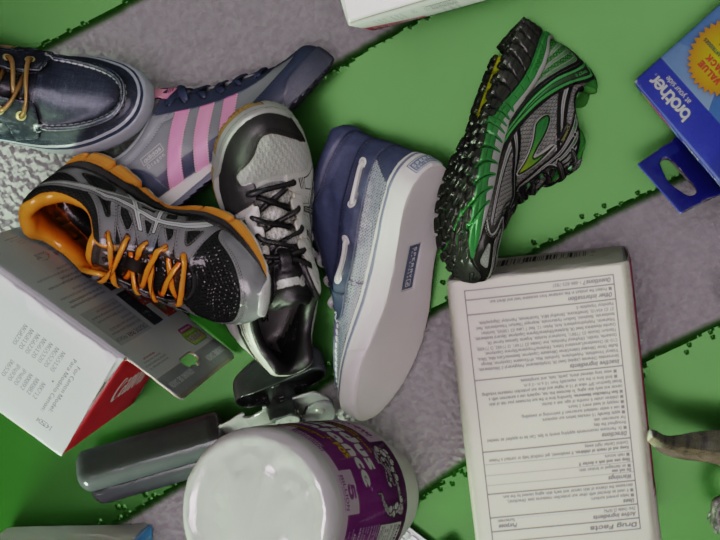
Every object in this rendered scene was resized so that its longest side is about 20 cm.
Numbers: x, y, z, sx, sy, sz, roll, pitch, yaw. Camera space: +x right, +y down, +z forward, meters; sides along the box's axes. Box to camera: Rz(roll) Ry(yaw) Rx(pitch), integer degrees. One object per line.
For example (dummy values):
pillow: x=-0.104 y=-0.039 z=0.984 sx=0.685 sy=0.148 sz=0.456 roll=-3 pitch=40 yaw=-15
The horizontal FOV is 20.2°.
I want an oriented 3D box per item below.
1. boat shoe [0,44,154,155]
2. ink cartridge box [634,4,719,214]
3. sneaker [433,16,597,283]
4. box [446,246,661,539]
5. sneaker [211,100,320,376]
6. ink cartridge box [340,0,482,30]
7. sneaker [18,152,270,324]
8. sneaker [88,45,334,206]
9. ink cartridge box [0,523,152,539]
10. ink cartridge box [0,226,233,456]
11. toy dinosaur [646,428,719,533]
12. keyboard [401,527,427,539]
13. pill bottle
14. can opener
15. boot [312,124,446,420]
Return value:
boat shoe: x=-0.249 y=-0.126 z=1.413 sx=0.198 sy=0.091 sz=0.072 roll=2 pitch=79 yaw=18
ink cartridge box: x=0.281 y=-0.116 z=1.357 sx=0.200 sy=0.076 sz=0.137 roll=-43 pitch=62 yaw=11
sneaker: x=0.110 y=-0.077 z=1.369 sx=0.085 sy=0.078 sz=0.201 roll=27 pitch=64 yaw=-7
box: x=0.135 y=0.092 z=1.404 sx=0.126 sy=0.109 sz=0.202 roll=-6 pitch=96 yaw=7
sneaker: x=-0.054 y=-0.018 z=1.390 sx=0.075 sy=0.088 sz=0.202 roll=-15 pitch=126 yaw=-17
ink cartridge box: x=0.083 y=-0.227 z=1.356 sx=0.198 sy=0.147 sz=0.084 roll=-15 pitch=93 yaw=8
sneaker: x=-0.147 y=-0.012 z=1.373 sx=0.199 sy=0.077 sz=0.079 roll=25 pitch=121 yaw=26
sneaker: x=-0.112 y=-0.109 z=1.432 sx=0.199 sy=0.070 sz=0.082 roll=-38 pitch=92 yaw=7
ink cartridge box: x=-0.210 y=0.293 z=1.488 sx=0.114 sy=0.068 sz=0.202 roll=-2 pitch=96 yaw=7
ink cartridge box: x=-0.193 y=0.053 z=1.392 sx=0.175 sy=0.200 sz=0.084 roll=35 pitch=100 yaw=3
toy dinosaur: x=0.272 y=0.139 z=1.402 sx=0.198 sy=0.047 sz=0.089 roll=-4 pitch=108 yaw=-28
keyboard: x=0.066 y=0.244 z=1.478 sx=0.199 sy=0.011 sz=0.056 roll=37 pitch=99 yaw=2
pill bottle: x=-0.031 y=0.158 z=1.378 sx=0.111 sy=0.200 sz=0.114 roll=-1 pitch=88 yaw=21
can opener: x=-0.111 y=0.116 z=1.473 sx=0.198 sy=0.053 sz=0.067 roll=-21 pitch=59 yaw=7
boot: x=0.000 y=0.000 z=1.440 sx=0.090 sy=0.072 sz=0.202 roll=27 pitch=112 yaw=33
